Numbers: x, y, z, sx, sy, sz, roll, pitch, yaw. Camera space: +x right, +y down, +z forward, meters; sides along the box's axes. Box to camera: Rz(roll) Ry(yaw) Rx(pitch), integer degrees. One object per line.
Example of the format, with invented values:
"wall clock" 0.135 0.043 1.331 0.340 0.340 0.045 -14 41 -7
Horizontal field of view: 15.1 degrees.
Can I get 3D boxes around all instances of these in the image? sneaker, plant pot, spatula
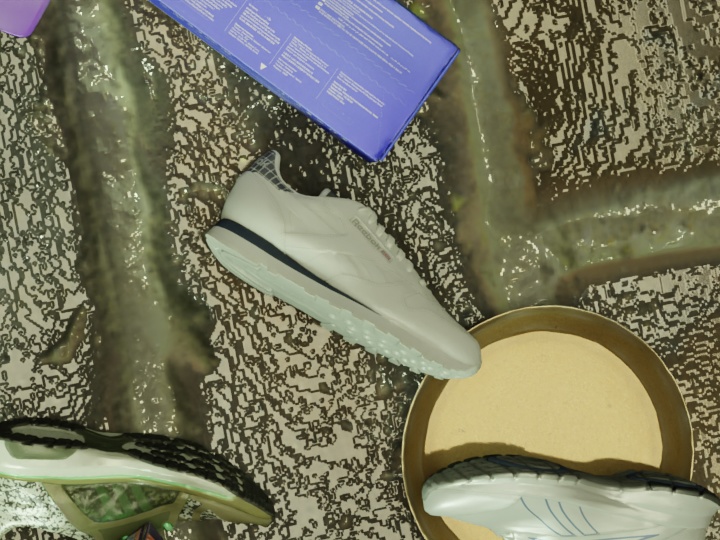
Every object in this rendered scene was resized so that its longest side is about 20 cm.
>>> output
"sneaker" -0.156 0.154 1.762 0.200 0.077 0.089 11 103 -3
"sneaker" 0.000 0.000 1.765 0.200 0.076 0.081 32 73 -1
"sneaker" 0.136 0.169 1.771 0.200 0.075 0.087 9 95 -8
"plant pot" 0.124 0.123 1.815 0.200 0.027 0.201 0 92 -9
"spatula" -0.256 -0.125 1.755 0.056 0.021 0.200 26 88 -10

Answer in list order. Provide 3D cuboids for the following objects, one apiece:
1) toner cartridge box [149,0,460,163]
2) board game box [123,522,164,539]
"toner cartridge box" -0.043 -0.166 1.774 0.200 0.043 0.095 37 85 -8
"board game box" -0.141 0.289 1.740 0.165 0.057 0.200 -35 101 8
